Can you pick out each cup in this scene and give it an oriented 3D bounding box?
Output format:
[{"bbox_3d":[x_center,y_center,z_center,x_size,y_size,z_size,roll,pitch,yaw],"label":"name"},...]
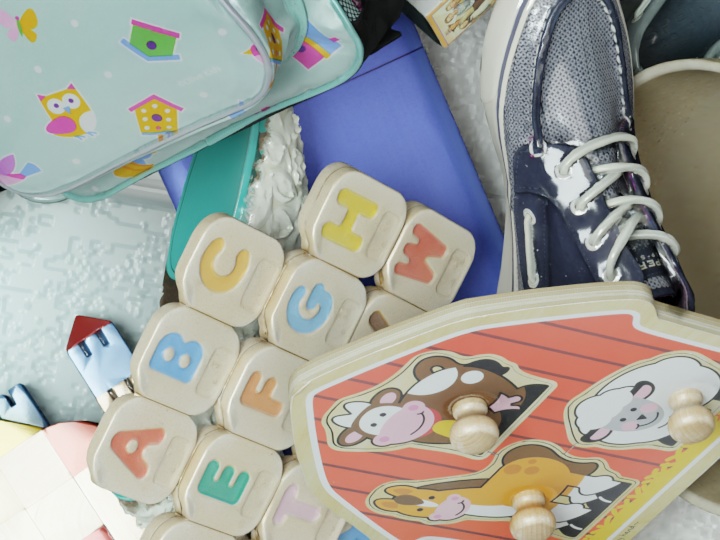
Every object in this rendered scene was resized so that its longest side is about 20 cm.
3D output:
[{"bbox_3d":[0.207,-0.002,1.073,0.143,0.200,0.201,-12,98,-33],"label":"cup"}]

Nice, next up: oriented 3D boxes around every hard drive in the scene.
[{"bbox_3d":[0.000,0.000,1.095,0.131,0.025,0.201,-24,98,-5],"label":"hard drive"}]

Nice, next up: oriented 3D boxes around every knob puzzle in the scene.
[{"bbox_3d":[0.061,0.071,0.992,0.218,0.220,0.031,-2,54,-8],"label":"knob puzzle"}]

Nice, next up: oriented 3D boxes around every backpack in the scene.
[{"bbox_3d":[-0.100,-0.139,0.933,0.175,0.153,0.201,-22,103,32],"label":"backpack"}]

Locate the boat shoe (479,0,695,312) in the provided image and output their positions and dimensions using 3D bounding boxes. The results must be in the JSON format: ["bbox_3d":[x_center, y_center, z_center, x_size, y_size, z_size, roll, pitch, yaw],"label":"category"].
[{"bbox_3d":[0.104,-0.031,1.023,0.074,0.093,0.201,-19,120,-25],"label":"boat shoe"}]

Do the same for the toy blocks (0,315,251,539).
[{"bbox_3d":[-0.143,0.112,1.080,0.200,0.100,0.137,-34,88,-4],"label":"toy blocks"}]

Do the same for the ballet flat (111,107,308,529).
[{"bbox_3d":[-0.055,0.018,1.043,0.071,0.072,0.201,17,83,-9],"label":"ballet flat"}]

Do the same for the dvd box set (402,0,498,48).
[{"bbox_3d":[0.062,-0.207,1.049,0.200,0.029,0.146,-42,56,-4],"label":"dvd box set"}]

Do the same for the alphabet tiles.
[{"bbox_3d":[-0.023,0.059,1.018,0.195,0.015,0.201,27,89,-46],"label":"alphabet tiles"}]

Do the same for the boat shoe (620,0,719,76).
[{"bbox_3d":[0.195,-0.139,1.106,0.199,0.062,0.073,-32,99,-4],"label":"boat shoe"}]

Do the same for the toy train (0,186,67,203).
[{"bbox_3d":[-0.200,-0.065,1.053,0.199,0.085,0.114,-23,89,-5],"label":"toy train"}]
